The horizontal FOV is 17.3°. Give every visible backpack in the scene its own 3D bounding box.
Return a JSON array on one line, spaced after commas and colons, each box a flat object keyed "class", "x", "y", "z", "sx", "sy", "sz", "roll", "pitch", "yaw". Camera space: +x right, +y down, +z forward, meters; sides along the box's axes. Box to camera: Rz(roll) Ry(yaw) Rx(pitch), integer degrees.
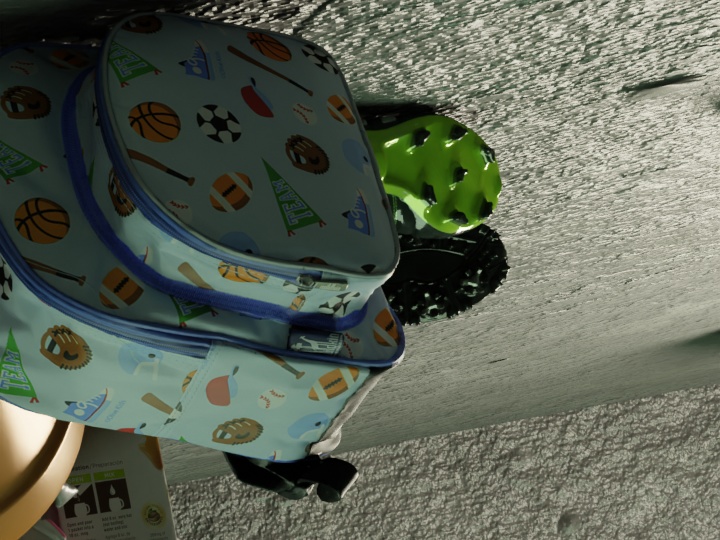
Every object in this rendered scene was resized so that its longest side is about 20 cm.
[{"class": "backpack", "x": -0.086, "y": -0.015, "z": 0.997, "sx": 0.190, "sy": 0.200, "sz": 0.154, "roll": 2, "pitch": 135, "yaw": -26}]

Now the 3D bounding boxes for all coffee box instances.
[{"class": "coffee box", "x": -0.186, "y": 0.091, "z": 1.452, "sx": 0.080, "sy": 0.200, "sz": 0.114, "roll": -6, "pitch": 170, "yaw": -33}]

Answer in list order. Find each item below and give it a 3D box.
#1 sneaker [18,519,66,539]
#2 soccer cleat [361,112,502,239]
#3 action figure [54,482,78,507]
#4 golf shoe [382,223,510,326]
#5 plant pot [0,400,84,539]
[{"class": "sneaker", "x": -0.262, "y": 0.166, "z": 1.344, "sx": 0.200, "sy": 0.088, "sz": 0.081, "roll": 10, "pitch": 148, "yaw": 1}, {"class": "soccer cleat", "x": -0.004, "y": -0.053, "z": 1.255, "sx": 0.081, "sy": 0.068, "sz": 0.200, "roll": 5, "pitch": -177, "yaw": 43}, {"class": "action figure", "x": -0.233, "y": 0.058, "z": 1.299, "sx": 0.200, "sy": 0.194, "sz": 0.105, "roll": -34, "pitch": 177, "yaw": -10}, {"class": "golf shoe", "x": 0.000, "y": 0.000, "z": 1.569, "sx": 0.200, "sy": 0.078, "sz": 0.094, "roll": -10, "pitch": -172, "yaw": 6}, {"class": "plant pot", "x": -0.238, "y": 0.041, "z": 1.179, "sx": 0.200, "sy": 0.200, "sz": 0.140, "roll": -9, "pitch": 155, "yaw": -10}]
